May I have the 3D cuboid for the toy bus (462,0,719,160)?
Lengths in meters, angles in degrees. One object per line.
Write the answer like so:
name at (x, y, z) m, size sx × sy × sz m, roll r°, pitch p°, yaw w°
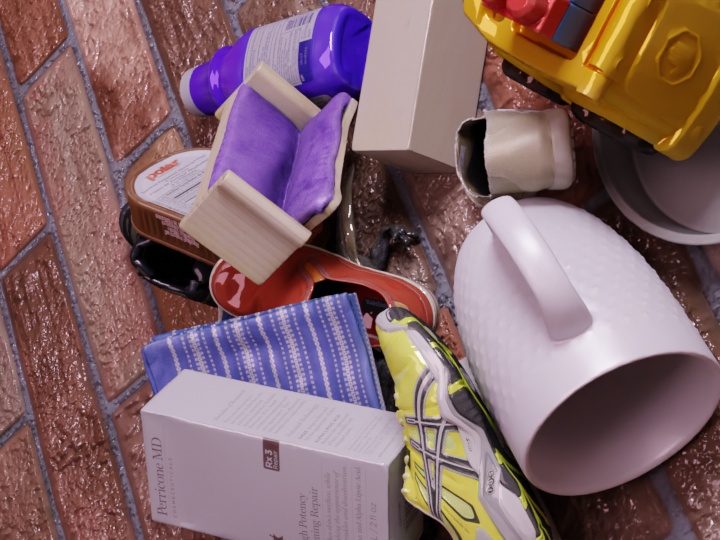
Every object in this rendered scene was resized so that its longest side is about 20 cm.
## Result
toy bus at (0.138, -0.179, 1.090) m, size 0.200 × 0.192 × 0.136 m, roll 37°, pitch 106°, yaw 43°

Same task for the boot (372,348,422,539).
boot at (-0.019, 0.134, 1.276) m, size 0.211 × 0.079 × 0.158 m, roll 12°, pitch 94°, yaw 33°

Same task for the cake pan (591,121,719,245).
cake pan at (0.253, -0.112, 1.122) m, size 0.200 × 0.037 × 0.201 m, roll -13°, pitch 70°, yaw 40°

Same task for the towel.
towel at (-0.074, 0.103, 1.239) m, size 0.200 × 0.024 × 0.145 m, roll -14°, pitch 89°, yaw 30°

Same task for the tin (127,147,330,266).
tin at (-0.114, -0.055, 1.382) m, size 0.200 × 0.112 × 0.042 m, roll 21°, pitch 129°, yaw 36°

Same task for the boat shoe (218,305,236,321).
boat shoe at (-0.083, 0.048, 1.355) m, size 0.072 × 0.072 × 0.200 m, roll 6°, pitch 54°, yaw 17°

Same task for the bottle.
bottle at (-0.076, -0.175, 1.422) m, size 0.200 × 0.065 × 0.084 m, roll -10°, pitch 65°, yaw 41°

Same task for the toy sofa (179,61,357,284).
toy sofa at (-0.070, -0.090, 1.276) m, size 0.098 × 0.083 × 0.200 m, roll -44°, pitch 20°, yaw 27°

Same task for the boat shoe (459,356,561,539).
boat shoe at (0.094, 0.160, 1.148) m, size 0.060 × 0.074 × 0.200 m, roll -26°, pitch 76°, yaw 9°

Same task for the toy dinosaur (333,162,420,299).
toy dinosaur at (0.000, 0.000, 1.323) m, size 0.088 × 0.047 × 0.201 m, roll -8°, pitch 70°, yaw 48°

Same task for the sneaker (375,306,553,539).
sneaker at (0.054, 0.118, 1.085) m, size 0.076 × 0.075 × 0.200 m, roll -29°, pitch 78°, yaw 10°

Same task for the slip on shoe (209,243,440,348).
slip on shoe at (-0.037, 0.022, 1.258) m, size 0.200 × 0.061 × 0.074 m, roll 13°, pitch 103°, yaw 29°

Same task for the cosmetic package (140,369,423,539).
cosmetic package at (-0.057, 0.146, 1.179) m, size 0.199 × 0.074 × 0.102 m, roll 8°, pitch 117°, yaw 21°

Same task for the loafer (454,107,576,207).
loafer at (0.100, -0.085, 1.176) m, size 0.200 × 0.068 × 0.076 m, roll 161°, pitch 108°, yaw -80°

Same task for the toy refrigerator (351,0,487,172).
toy refrigerator at (0.052, -0.184, 1.301) m, size 0.070 × 0.076 × 0.201 m, roll 3°, pitch 81°, yaw 43°

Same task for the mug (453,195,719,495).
mug at (0.133, 0.027, 1.089) m, size 0.147 × 0.200 × 0.176 m, roll -30°, pitch 52°, yaw 4°

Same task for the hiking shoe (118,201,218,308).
hiking shoe at (-0.168, -0.027, 1.444) m, size 0.200 × 0.101 × 0.076 m, roll 30°, pitch 99°, yaw 43°
